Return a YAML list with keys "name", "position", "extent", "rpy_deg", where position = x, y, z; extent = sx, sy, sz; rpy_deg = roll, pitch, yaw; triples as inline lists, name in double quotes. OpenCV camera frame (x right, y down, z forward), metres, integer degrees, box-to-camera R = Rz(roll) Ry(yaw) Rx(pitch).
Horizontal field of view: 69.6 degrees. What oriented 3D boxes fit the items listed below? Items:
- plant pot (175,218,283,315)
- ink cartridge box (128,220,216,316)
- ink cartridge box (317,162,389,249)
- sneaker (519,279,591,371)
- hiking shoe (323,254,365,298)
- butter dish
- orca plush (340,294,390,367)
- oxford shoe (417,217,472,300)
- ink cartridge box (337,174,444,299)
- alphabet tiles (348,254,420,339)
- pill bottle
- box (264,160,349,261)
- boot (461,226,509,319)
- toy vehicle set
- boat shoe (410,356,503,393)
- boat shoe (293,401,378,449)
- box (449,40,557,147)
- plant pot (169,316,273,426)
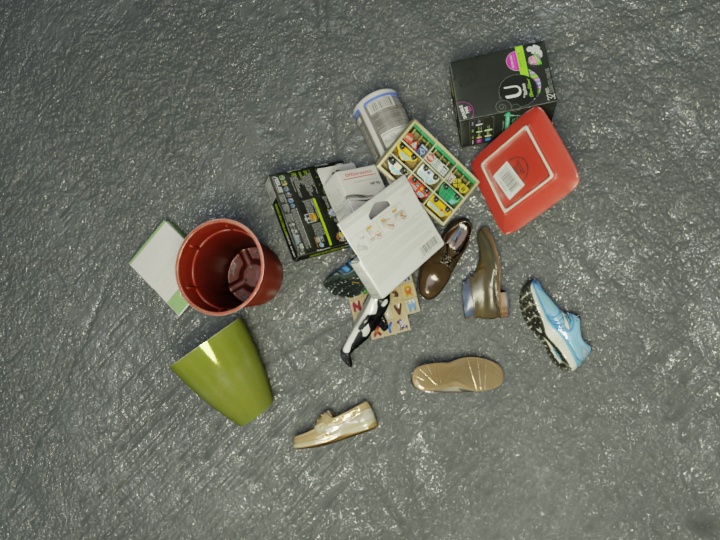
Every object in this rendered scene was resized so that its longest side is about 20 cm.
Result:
- name: "plant pot"
  position: [-0.275, 0.002, 1.164]
  extent: [0.199, 0.195, 0.202]
  rpy_deg: [-1, 84, 11]
- name: "ink cartridge box"
  position: [-0.455, -0.006, 1.276]
  extent: [0.200, 0.048, 0.146]
  rpy_deg: [42, 93, 12]
- name: "ink cartridge box"
  position: [-0.002, -0.161, 1.151]
  extent: [0.116, 0.068, 0.201]
  rpy_deg: [-19, 80, -37]
- name: "sneaker"
  position: [0.411, 0.106, 1.092]
  extent: [0.090, 0.078, 0.201]
  rpy_deg: [-27, 82, -12]
- name: "hiking shoe"
  position: [0.000, 0.000, 1.158]
  extent: [0.199, 0.087, 0.074]
  rpy_deg: [-23, 120, 41]
- name: "butter dish"
  position: [0.365, -0.200, 1.090]
  extent: [0.199, 0.147, 0.201]
  rpy_deg: [-40, 61, 40]
- name: "orca plush"
  position: [0.025, 0.126, 1.136]
  extent: [0.071, 0.105, 0.201]
  rpy_deg: [24, 98, -6]
- name: "oxford shoe"
  position: [0.181, -0.027, 1.131]
  extent: [0.072, 0.084, 0.201]
  rpy_deg: [25, 93, 0]
- name: "ink cartridge box"
  position: [0.058, -0.069, 1.052]
  extent: [0.200, 0.043, 0.174]
  rpy_deg: [-39, 104, -26]
- name: "alphabet tiles"
  position: [0.045, 0.047, 1.168]
  extent: [0.166, 0.006, 0.201]
  rpy_deg: [-18, 81, 26]
- name: "pill bottle"
  position: [0.072, -0.293, 1.169]
  extent: [0.113, 0.114, 0.201]
  rpy_deg: [-25, 80, 8]
- name: "box"
  position: [-0.093, -0.138, 1.171]
  extent: [0.192, 0.047, 0.201]
  rpy_deg: [-17, 79, -29]
- name: "boot"
  position: [0.254, 0.010, 1.120]
  extent: [0.096, 0.075, 0.201]
  rpy_deg: [-12, 84, 7]
- name: "toy vehicle set"
  position: [0.143, -0.205, 1.101]
  extent: [0.200, 0.027, 0.124]
  rpy_deg: [38, 93, -18]
- name: "boat shoe"
  position: [0.204, 0.228, 1.113]
  extent: [0.199, 0.065, 0.072]
  rpy_deg: [-4, 74, -8]
- name: "boat shoe"
  position: [-0.060, 0.344, 1.155]
  extent: [0.199, 0.074, 0.070]
  rpy_deg: [-19, 69, 8]
- name: "box"
  position: [0.301, -0.375, 1.119]
  extent: [0.199, 0.124, 0.150]
  rpy_deg: [-9, 74, 11]
- name: "plant pot"
  position: [-0.289, 0.239, 1.167]
  extent: [0.187, 0.187, 0.201]
  rpy_deg: [-35, 94, 6]
